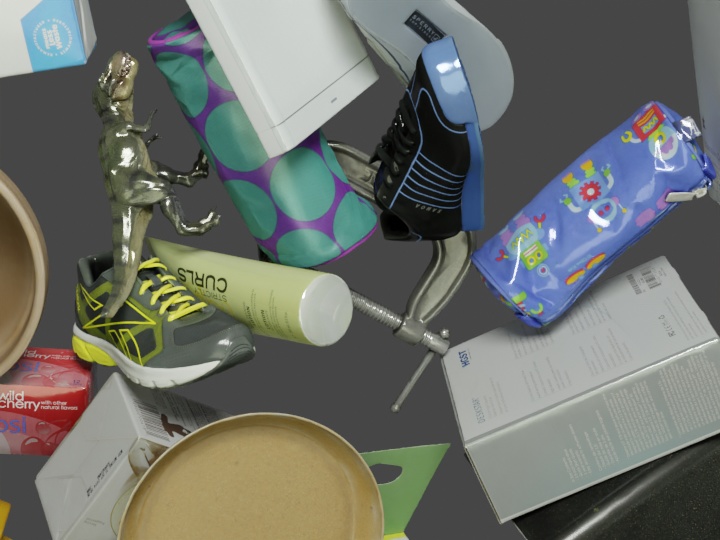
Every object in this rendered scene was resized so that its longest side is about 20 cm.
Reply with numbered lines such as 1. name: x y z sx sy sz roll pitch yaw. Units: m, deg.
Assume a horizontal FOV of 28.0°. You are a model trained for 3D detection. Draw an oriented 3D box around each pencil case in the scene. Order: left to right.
1. pencil case: -0.069 -0.099 1.036 0.085 0.092 0.201 -19 110 30
2. pencil case: 0.179 -0.040 1.090 0.200 0.087 0.078 -41 142 13

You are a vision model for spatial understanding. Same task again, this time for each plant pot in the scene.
1. plant pot: -0.325 -0.010 1.060 0.200 0.093 0.202 -1 108 -3
2. plant pot: -0.081 0.194 1.058 0.199 0.027 0.201 -5 107 -17
3. plant pot: 0.228 0.195 1.140 0.177 0.200 0.200 -39 110 -1

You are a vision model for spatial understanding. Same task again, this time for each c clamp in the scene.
1. c clamp: 0.000 0.000 1.124 0.200 0.027 0.171 34 105 -15

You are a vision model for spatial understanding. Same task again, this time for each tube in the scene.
1. tube: -0.090 0.019 1.060 0.052 0.199 0.058 19 84 -43

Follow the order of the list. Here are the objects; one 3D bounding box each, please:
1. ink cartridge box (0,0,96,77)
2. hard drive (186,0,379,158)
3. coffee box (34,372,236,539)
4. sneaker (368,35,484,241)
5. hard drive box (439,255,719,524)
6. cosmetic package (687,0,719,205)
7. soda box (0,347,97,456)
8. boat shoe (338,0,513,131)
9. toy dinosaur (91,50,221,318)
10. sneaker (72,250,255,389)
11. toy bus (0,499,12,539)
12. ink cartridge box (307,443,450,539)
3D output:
1. ink cartridge box: -0.296 -0.190 1.007 0.199 0.068 0.117 -9 112 0
2. hard drive: -0.068 -0.193 0.981 0.027 0.132 0.201 -16 109 38
3. coffee box: -0.133 0.171 1.118 0.200 0.080 0.115 27 110 -39
4. sneaker: 0.044 -0.082 1.019 0.077 0.070 0.200 -13 146 -1
5. hard drive box: 0.171 0.087 1.103 0.199 0.156 0.077 -23 112 6
6. cosmetic package: 0.293 -0.137 1.045 0.081 0.113 0.201 -13 111 2
7. soda box: -0.307 0.098 1.121 0.199 0.070 0.064 3 113 -5
8. boat shoe: 0.034 -0.175 1.035 0.075 0.086 0.202 -47 137 9
9. toy dinosaur: -0.151 -0.059 1.052 0.088 0.047 0.201 2 70 -20
10. sneaker: -0.155 0.032 1.054 0.074 0.199 0.085 -20 109 -42
11. toy bus: -0.354 0.212 1.168 0.199 0.065 0.079 21 108 -11
12. ink cartridge box: -0.009 0.231 1.154 0.145 0.048 0.201 -1 130 -40
